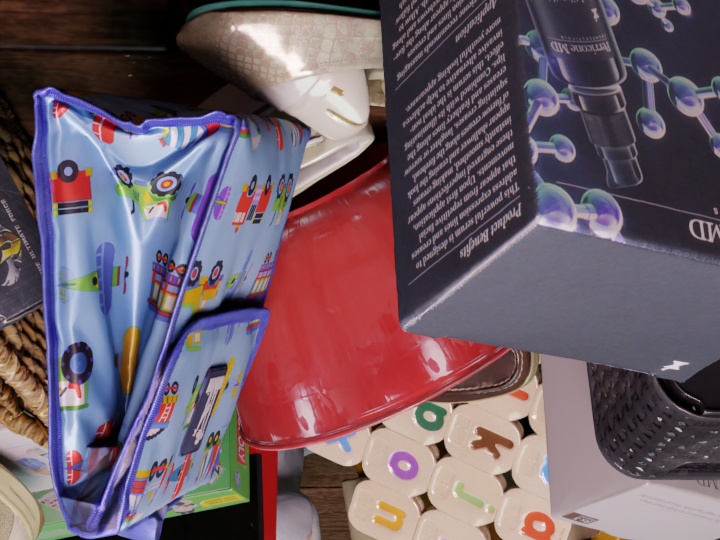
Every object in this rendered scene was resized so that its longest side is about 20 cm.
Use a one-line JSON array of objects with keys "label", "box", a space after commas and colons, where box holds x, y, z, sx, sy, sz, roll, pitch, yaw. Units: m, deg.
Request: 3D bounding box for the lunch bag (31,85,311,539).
[{"label": "lunch bag", "box": [-0.093, 0.025, 0.749, 0.094, 0.201, 0.151, 9, -175, 9]}]

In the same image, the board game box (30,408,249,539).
[{"label": "board game box", "box": [-0.169, 0.105, 1.114, 0.199, 0.135, 0.029, -13, 152, 20]}]

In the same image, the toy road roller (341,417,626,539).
[{"label": "toy road roller", "box": [0.101, 0.170, 1.184, 0.199, 0.123, 0.146, -13, 173, 31]}]

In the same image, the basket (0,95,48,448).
[{"label": "basket", "box": [-0.237, 0.014, 0.908, 0.142, 0.150, 0.200, -6, 154, 6]}]

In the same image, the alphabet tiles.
[{"label": "alphabet tiles", "box": [0.059, 0.099, 1.084, 0.195, 0.201, 0.015, 22, -159, 17]}]

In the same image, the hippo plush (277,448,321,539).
[{"label": "hippo plush", "box": [-0.097, 0.167, 1.215, 0.159, 0.161, 0.200, 0, 153, -8]}]

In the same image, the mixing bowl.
[{"label": "mixing bowl", "box": [0.000, 0.000, 0.903, 0.200, 0.200, 0.109, -19, 105, 29]}]

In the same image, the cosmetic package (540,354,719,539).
[{"label": "cosmetic package", "box": [0.169, 0.052, 0.971, 0.113, 0.201, 0.081, 16, 148, -34]}]

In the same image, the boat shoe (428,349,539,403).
[{"label": "boat shoe", "box": [0.010, 0.053, 1.044, 0.199, 0.072, 0.072, 7, -163, 21]}]

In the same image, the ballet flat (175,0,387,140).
[{"label": "ballet flat", "box": [0.011, -0.090, 0.785, 0.199, 0.063, 0.067, -1, 168, -27]}]

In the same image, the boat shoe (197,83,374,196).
[{"label": "boat shoe", "box": [-0.082, -0.038, 0.847, 0.200, 0.062, 0.072, -37, 164, 20]}]

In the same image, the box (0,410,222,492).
[{"label": "box", "box": [-0.198, 0.070, 1.062, 0.199, 0.113, 0.101, -14, 151, 23]}]

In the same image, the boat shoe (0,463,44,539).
[{"label": "boat shoe", "box": [-0.275, 0.115, 0.981, 0.073, 0.063, 0.201, -24, 119, 35]}]

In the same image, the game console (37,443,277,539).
[{"label": "game console", "box": [-0.147, 0.134, 1.126, 0.199, 0.178, 0.031, -14, 150, 20]}]

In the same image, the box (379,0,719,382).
[{"label": "box", "box": [0.098, -0.071, 0.717, 0.148, 0.201, 0.107, 11, 151, -27]}]

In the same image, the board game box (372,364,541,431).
[{"label": "board game box", "box": [0.075, 0.081, 1.190, 0.151, 0.046, 0.200, -10, 153, 13]}]

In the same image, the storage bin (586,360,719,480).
[{"label": "storage bin", "box": [0.192, 0.001, 0.869, 0.135, 0.201, 0.094, 3, 153, -11]}]

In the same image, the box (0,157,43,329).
[{"label": "box", "box": [-0.241, -0.046, 0.752, 0.157, 0.201, 0.051, -23, -174, 36]}]
